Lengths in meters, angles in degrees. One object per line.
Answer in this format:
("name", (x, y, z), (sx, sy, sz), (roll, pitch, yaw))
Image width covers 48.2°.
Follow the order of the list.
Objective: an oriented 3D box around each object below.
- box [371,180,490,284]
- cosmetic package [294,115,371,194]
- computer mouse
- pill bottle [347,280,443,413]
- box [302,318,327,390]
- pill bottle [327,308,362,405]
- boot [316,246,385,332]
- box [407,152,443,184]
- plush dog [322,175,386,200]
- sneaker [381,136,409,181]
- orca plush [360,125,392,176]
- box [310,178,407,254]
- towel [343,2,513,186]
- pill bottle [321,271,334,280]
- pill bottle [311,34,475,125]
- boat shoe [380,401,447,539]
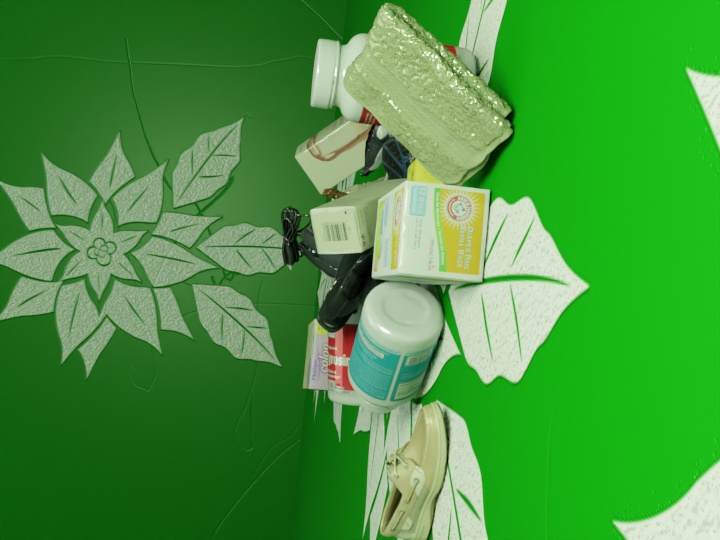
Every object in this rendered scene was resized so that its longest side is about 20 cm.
("box", (0.082, -0.041, 1.002), (0.200, 0.101, 0.113), (173, 102, -82))
("cosmetic package", (-0.011, -0.234, 1.442), (0.087, 0.200, 0.103), (54, -169, -18))
("computer mouse", (-0.053, -0.023, 1.389), (0.139, 0.199, 0.053), (97, -164, -48))
("pill bottle", (0.043, 0.117, 1.135), (0.200, 0.110, 0.111), (104, 169, -45))
("box", (-0.089, 0.224, 2.096), (0.200, 0.096, 0.177), (132, 144, -79))
("pill bottle", (-0.001, 0.125, 1.388), (0.112, 0.112, 0.201), (-171, 81, -82))
("boot", (0.000, 0.001, 1.212), (0.200, 0.065, 0.165), (121, 172, -69))
("box", (0.093, -0.106, 1.161), (0.075, 0.050, 0.201), (149, 126, -80))
("plush dog", (-0.015, -0.071, 1.472), (0.172, 0.160, 0.200), (121, 156, -46))
("sneaker", (0.077, -0.154, 1.313), (0.077, 0.076, 0.200), (-52, -17, -34))
("orca plush", (0.050, -0.246, 1.304), (0.071, 0.105, 0.200), (55, 141, 20))
("box", (0.017, -0.083, 1.189), (0.200, 0.082, 0.069), (-28, -68, -52))
("towel", (0.072, -0.192, 0.912), (0.036, 0.200, 0.148), (-41, -5, -34))
("pill bottle", (-0.032, -0.074, 1.854), (0.200, 0.109, 0.110), (104, 169, -47))
("pill bottle", (0.040, -0.244, 1.046), (0.112, 0.199, 0.113), (-174, 90, -82))
("boat shoe", (0.066, 0.259, 1.026), (0.072, 0.065, 0.201), (-102, 19, -66))
